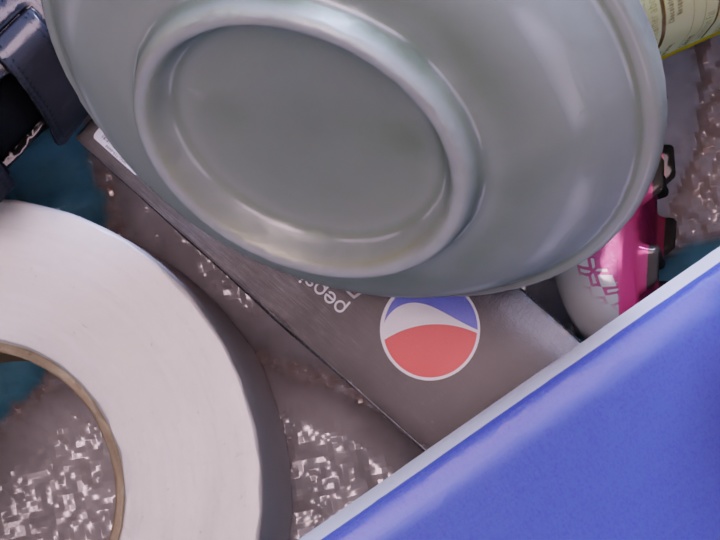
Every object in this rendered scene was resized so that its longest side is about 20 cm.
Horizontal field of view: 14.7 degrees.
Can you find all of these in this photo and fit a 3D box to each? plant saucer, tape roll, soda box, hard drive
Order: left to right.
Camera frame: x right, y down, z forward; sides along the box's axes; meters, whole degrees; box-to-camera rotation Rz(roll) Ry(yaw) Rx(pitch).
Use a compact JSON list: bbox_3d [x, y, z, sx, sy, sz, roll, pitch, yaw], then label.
[{"bbox_3d":[-0.126,0.079,0.961,0.201,0.071,0.204,-1,85,7],"label":"tape roll"},{"bbox_3d":[-0.010,-0.051,0.827,0.199,0.201,0.050,17,51,9],"label":"plant saucer"},{"bbox_3d":[0.000,0.000,0.951,0.200,0.071,0.063,42,90,9],"label":"soda box"},{"bbox_3d":[0.086,0.090,0.870,0.199,0.025,0.132,-34,105,-5],"label":"hard drive"}]

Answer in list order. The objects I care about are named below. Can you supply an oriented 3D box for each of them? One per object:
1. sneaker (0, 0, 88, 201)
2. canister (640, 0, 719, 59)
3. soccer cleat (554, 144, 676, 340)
[{"bbox_3d":[-0.131,-0.055,0.911,0.199,0.078,0.080,-25,57,8],"label":"sneaker"},{"bbox_3d":[0.102,-0.146,0.893,0.199,0.087,0.149,-24,81,-14],"label":"canister"},{"bbox_3d":[0.062,-0.068,0.955,0.086,0.070,0.201,-4,78,10],"label":"soccer cleat"}]
